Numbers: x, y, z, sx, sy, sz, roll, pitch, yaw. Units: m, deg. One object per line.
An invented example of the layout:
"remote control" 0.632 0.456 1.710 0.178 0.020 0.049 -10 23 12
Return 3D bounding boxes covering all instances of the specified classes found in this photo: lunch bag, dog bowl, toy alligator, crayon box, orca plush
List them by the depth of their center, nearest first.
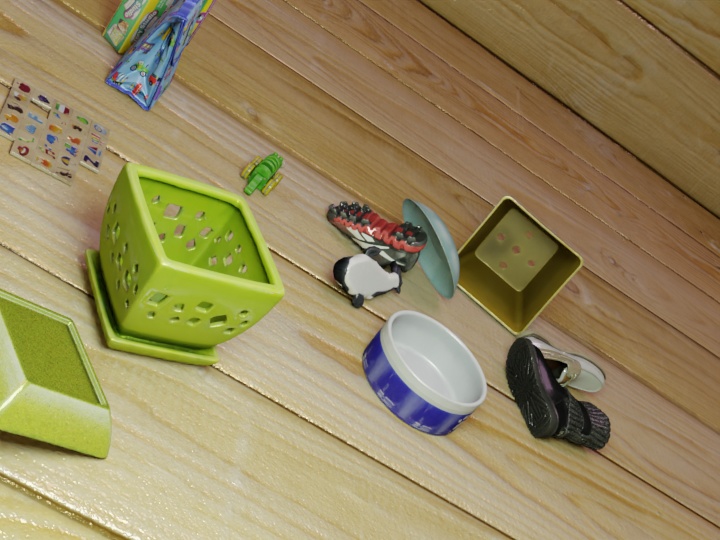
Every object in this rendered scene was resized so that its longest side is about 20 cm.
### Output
"dog bowl" 0.103 0.163 1.815 0.199 0.079 0.201 30 29 -18
"orca plush" 0.000 0.000 1.943 0.071 0.106 0.199 17 18 30
"lunch bag" -0.339 -0.403 1.966 0.094 0.200 0.151 33 28 -11
"toy alligator" -0.161 -0.187 2.031 0.059 0.054 0.200 39 27 -3
"crayon box" -0.354 -0.489 2.077 0.058 0.200 0.172 48 28 18

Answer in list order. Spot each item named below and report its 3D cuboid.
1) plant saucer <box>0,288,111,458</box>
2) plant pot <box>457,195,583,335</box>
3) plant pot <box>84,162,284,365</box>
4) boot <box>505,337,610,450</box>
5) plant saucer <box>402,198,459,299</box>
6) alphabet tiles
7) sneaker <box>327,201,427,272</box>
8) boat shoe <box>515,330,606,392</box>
"plant saucer" -0.364 0.101 1.273 0.201 0.048 0.199 58 12 31
"plant pot" 0.306 -0.025 2.257 0.200 0.200 0.176 40 15 0
"plant pot" -0.247 0.005 1.491 0.198 0.182 0.201 15 36 -39
"boot" 0.355 0.225 2.041 0.157 0.079 0.213 12 48 -32
"plant saucer" 0.139 -0.046 2.079 0.202 0.038 0.201 62 -11 21
"alphabet tiles" -0.467 -0.205 1.718 0.166 0.008 0.201 29 29 -22
"sneaker" 0.024 -0.057 2.060 0.199 0.099 0.071 23 35 18
"boat shoe" 0.380 0.189 2.151 0.199 0.075 0.069 25 36 -14
